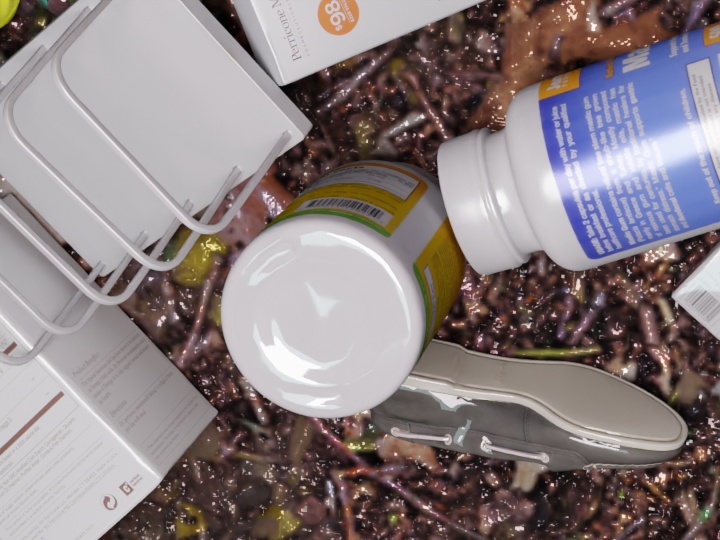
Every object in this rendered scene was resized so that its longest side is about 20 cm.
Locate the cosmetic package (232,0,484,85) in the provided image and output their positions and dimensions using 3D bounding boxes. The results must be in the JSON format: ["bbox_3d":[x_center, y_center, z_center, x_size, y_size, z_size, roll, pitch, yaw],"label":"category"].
[{"bbox_3d":[-0.018,-0.224,1.088,0.150,0.052,0.200,-24,101,-11],"label":"cosmetic package"}]

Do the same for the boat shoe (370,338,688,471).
[{"bbox_3d":[0.099,0.090,1.186,0.199,0.067,0.057,14,125,14],"label":"boat shoe"}]

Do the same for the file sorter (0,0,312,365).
[{"bbox_3d":[-0.157,-0.056,1.092,0.139,0.125,0.200,46,131,-14],"label":"file sorter"}]

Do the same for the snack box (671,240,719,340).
[{"bbox_3d":[0.282,0.054,1.148,0.200,0.024,0.072,42,110,-1],"label":"snack box"}]

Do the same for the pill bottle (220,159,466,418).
[{"bbox_3d":[0.000,0.000,1.105,0.111,0.200,0.111,4,107,12],"label":"pill bottle"}]

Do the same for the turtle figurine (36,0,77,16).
[{"bbox_3d":[-0.136,-0.167,1.146,0.149,0.101,0.200,-8,112,21],"label":"turtle figurine"}]

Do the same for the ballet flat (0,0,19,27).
[{"bbox_3d":[-0.241,-0.239,1.162,0.067,0.067,0.201,-1,106,14],"label":"ballet flat"}]

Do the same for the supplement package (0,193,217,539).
[{"bbox_3d":[-0.210,0.071,1.219,0.117,0.117,0.200,-42,93,23],"label":"supplement package"}]

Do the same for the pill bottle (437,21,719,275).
[{"bbox_3d":[0.149,-0.065,1.098,0.200,0.112,0.112,-17,102,17],"label":"pill bottle"}]
